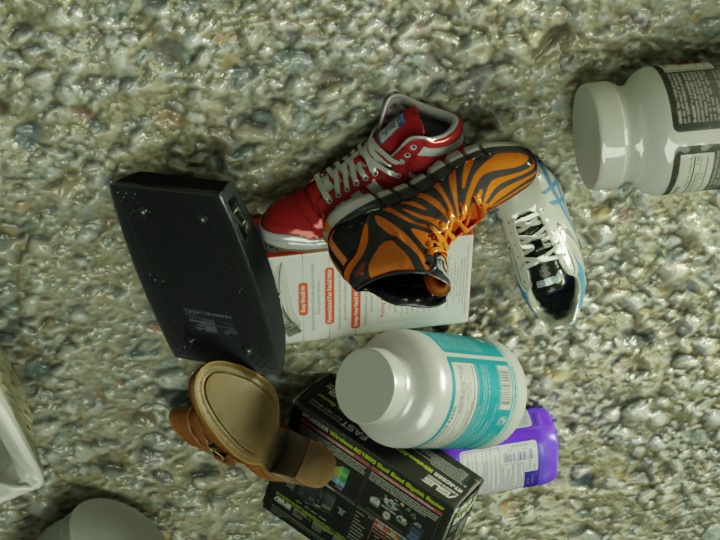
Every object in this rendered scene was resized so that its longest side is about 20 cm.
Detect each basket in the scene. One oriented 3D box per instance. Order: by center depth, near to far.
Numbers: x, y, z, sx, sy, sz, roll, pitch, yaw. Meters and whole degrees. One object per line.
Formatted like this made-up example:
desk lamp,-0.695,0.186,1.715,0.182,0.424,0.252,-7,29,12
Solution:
basket,-0.385,0.113,1.619,0.135,0.124,0.201,-19,132,2

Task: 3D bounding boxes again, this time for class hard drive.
hard drive,-0.138,0.000,1.591,0.134,0.042,0.201,7,132,30

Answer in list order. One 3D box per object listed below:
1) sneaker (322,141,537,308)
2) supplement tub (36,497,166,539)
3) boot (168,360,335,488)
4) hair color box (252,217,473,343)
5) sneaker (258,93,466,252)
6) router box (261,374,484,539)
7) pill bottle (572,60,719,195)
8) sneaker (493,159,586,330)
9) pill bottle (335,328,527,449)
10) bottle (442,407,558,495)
sneaker,0.075,-0.030,1.532,0.199,0.112,0.078,-25,140,-2
supplement tub,-0.291,0.343,1.818,0.144,0.145,0.200,23,121,-28
boot,-0.133,0.143,1.690,0.200,0.154,0.074,47,65,-38
hair color box,0.000,0.000,1.653,0.198,0.064,0.111,-7,132,-9
sneaker,0.002,-0.088,1.574,0.199,0.071,0.113,-15,135,-10
router box,0.009,0.219,1.764,0.199,0.062,0.151,33,129,17
pill bottle,0.295,-0.127,1.581,0.198,0.117,0.117,-5,130,-8
sneaker,0.168,-0.027,1.664,0.071,0.073,0.201,-21,129,7
pill bottle,0.063,0.113,1.686,0.111,0.111,0.199,-46,149,24
bottle,0.102,0.194,1.836,0.198,0.066,0.084,-9,131,-5
